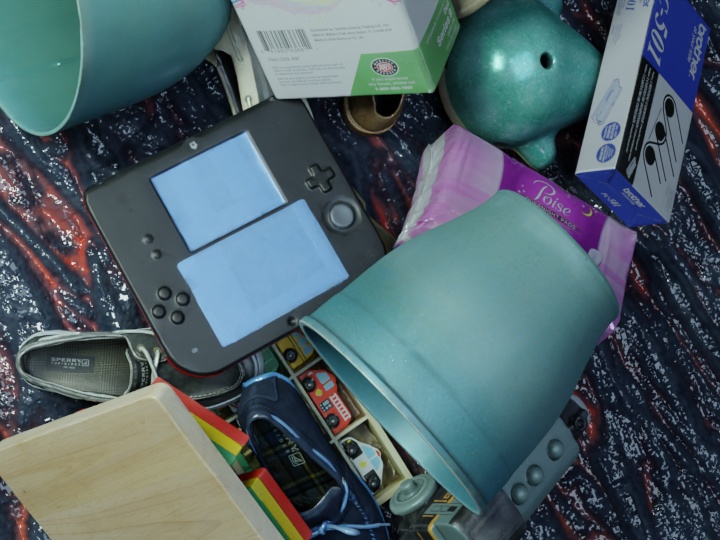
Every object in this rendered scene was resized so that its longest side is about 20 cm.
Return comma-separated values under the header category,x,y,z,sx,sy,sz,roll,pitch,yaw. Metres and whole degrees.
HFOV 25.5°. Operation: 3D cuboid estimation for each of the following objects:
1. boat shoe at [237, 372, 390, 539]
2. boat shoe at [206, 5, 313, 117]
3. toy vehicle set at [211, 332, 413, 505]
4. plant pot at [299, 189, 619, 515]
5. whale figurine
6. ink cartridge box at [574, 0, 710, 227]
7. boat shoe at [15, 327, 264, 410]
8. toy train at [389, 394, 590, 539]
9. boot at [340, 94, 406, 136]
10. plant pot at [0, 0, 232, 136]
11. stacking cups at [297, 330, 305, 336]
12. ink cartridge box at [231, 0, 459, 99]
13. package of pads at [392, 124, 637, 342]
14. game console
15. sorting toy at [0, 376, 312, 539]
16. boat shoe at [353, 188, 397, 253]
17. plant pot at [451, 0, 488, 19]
category,x,y,z,sx,sy,sz,roll,pitch,yaw
boat shoe,-0.045,0.178,1.265,0.084,0.069,0.201,-31,110,16
boat shoe,-0.106,-0.188,1.316,0.062,0.071,0.201,-28,99,-12
toy vehicle set,-0.059,0.128,1.332,0.124,0.026,0.201,-34,96,-14
plant pot,0.087,0.047,1.212,0.188,0.200,0.200,-44,99,-7
whale figurine,0.167,-0.168,1.370,0.198,0.104,0.161,6,85,-23
ink cartridge box,0.245,-0.148,1.367,0.094,0.044,0.202,37,60,-41
boat shoe,-0.176,0.082,1.259,0.198,0.071,0.073,-1,96,-1
toy train,0.110,0.173,1.314,0.200,0.114,0.086,-44,109,-29
boot,0.029,-0.218,1.351,0.073,0.075,0.202,8,84,-12
plant pot,-0.197,-0.219,1.231,0.160,0.200,0.202,-17,92,-36
stacking cups,-0.105,0.004,1.294,0.199,0.061,0.061,31,80,-3
ink cartridge box,-0.025,-0.234,1.205,0.201,0.144,0.088,63,38,-42
package of pads,0.132,-0.025,1.352,0.199,0.076,0.121,29,53,-13
game console,-0.094,-0.028,1.253,0.199,0.031,0.178,-28,87,-19
sorting toy,-0.152,0.175,1.228,0.200,0.199,0.070,56,39,-18
boat shoe,0.000,0.000,1.335,0.068,0.075,0.201,-38,89,18
plant pot,0.043,-0.331,1.257,0.182,0.200,0.202,26,81,-21
